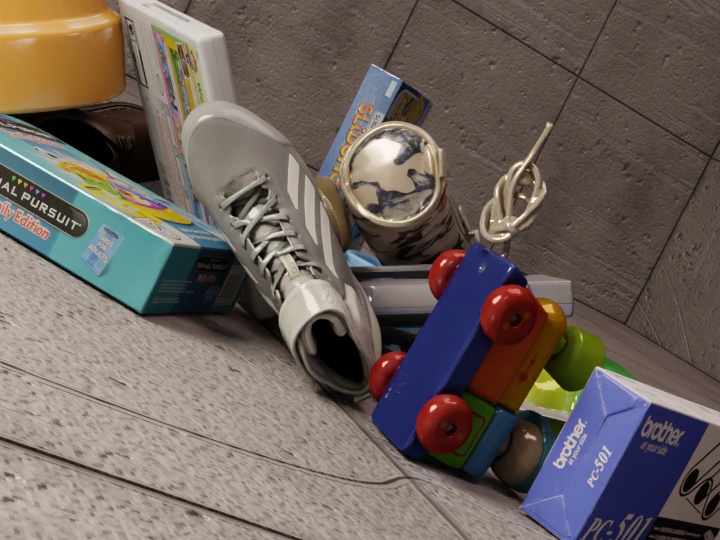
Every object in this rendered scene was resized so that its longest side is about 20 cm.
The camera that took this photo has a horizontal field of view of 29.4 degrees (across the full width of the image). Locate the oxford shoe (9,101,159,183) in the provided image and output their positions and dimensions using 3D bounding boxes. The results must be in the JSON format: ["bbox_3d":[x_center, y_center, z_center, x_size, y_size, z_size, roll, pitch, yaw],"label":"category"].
[{"bbox_3d":[-0.210,-0.094,1.109,0.084,0.074,0.198,34,21,37],"label":"oxford shoe"}]

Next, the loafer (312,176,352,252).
[{"bbox_3d":[-0.039,-0.037,0.979,0.067,0.077,0.200,-20,9,-11],"label":"loafer"}]

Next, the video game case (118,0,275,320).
[{"bbox_3d":[-0.116,-0.086,0.976,0.022,0.203,0.182,-19,26,-20],"label":"video game case"}]

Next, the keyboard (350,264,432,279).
[{"bbox_3d":[0.000,0.000,1.061,0.197,0.011,0.056,-2,-6,16],"label":"keyboard"}]

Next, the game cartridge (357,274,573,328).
[{"bbox_3d":[0.046,0.022,0.986,0.196,0.039,0.130,-1,6,-1],"label":"game cartridge"}]

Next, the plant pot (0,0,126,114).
[{"bbox_3d":[-0.271,-0.222,0.990,0.197,0.186,0.200,1,17,0],"label":"plant pot"}]

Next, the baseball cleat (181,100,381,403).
[{"bbox_3d":[-0.042,-0.012,0.828,0.201,0.069,0.107,55,5,-12],"label":"baseball cleat"}]

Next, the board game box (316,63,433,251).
[{"bbox_3d":[-0.005,-0.079,1.246,0.034,0.202,0.135,28,6,14],"label":"board game box"}]

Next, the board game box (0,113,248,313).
[{"bbox_3d":[-0.178,-0.041,0.863,0.198,0.047,0.151,30,6,13],"label":"board game box"}]

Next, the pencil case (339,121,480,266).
[{"bbox_3d":[0.040,-0.048,1.065,0.088,0.079,0.200,-15,-17,6],"label":"pencil case"}]

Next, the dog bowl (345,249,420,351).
[{"bbox_3d":[0.014,0.024,1.187,0.110,0.050,0.200,29,6,10],"label":"dog bowl"}]

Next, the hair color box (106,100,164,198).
[{"bbox_3d":[-0.228,-0.118,1.257,0.099,0.061,0.199,32,8,38],"label":"hair color box"}]

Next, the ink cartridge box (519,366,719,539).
[{"bbox_3d":[0.181,0.125,0.849,0.044,0.095,0.199,33,7,37],"label":"ink cartridge box"}]

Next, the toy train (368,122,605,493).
[{"bbox_3d":[0.101,0.029,0.805,0.115,0.202,0.085,29,4,-29],"label":"toy train"}]

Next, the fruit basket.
[{"bbox_3d":[0.102,0.087,0.985,0.197,0.095,0.185,11,7,-5],"label":"fruit basket"}]
